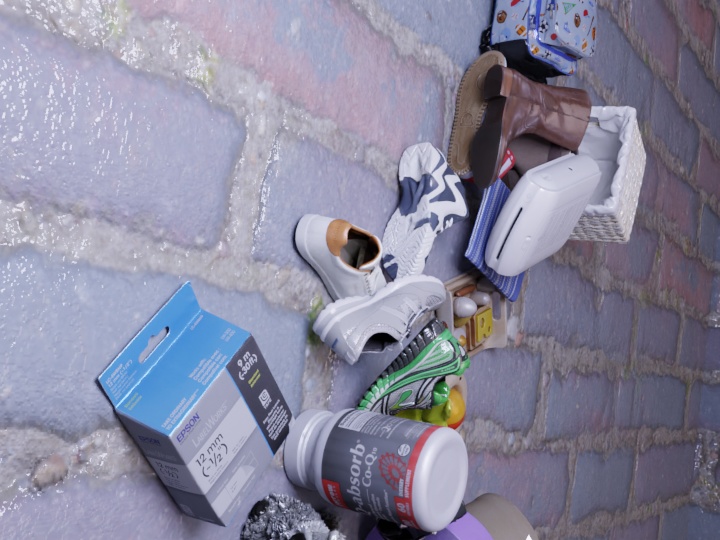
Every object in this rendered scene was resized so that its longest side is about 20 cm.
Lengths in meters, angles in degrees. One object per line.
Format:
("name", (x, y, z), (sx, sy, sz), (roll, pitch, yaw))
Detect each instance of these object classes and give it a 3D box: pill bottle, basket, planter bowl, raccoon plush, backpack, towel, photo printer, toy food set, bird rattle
("pill bottle", (0.016, 0.226, 1.024), (0.115, 0.198, 0.118), (-10, 102, -55))
("basket", (0.385, -0.163, 1.537), (0.161, 0.196, 0.202), (42, 59, -52))
("planter bowl", (0.175, 0.456, 1.326), (0.133, 0.200, 0.203), (-13, 107, -27))
("raccoon plush", (-0.041, 0.305, 1.006), (0.199, 0.133, 0.098), (-13, 103, -55))
("backpack", (0.293, -0.420, 1.420), (0.199, 0.153, 0.193), (8, 77, -53))
("towel", (0.223, -0.049, 1.382), (0.200, 0.024, 0.146), (37, 66, -52))
("photo printer", (0.269, -0.082, 1.314), (0.199, 0.069, 0.168), (-25, 145, -48))
("toy food set", (0.182, 0.079, 1.381), (0.199, 0.060, 0.146), (-20, 110, -53))
("bird rattle", (0.115, 0.221, 1.252), (0.163, 0.112, 0.202), (-45, 130, -41))

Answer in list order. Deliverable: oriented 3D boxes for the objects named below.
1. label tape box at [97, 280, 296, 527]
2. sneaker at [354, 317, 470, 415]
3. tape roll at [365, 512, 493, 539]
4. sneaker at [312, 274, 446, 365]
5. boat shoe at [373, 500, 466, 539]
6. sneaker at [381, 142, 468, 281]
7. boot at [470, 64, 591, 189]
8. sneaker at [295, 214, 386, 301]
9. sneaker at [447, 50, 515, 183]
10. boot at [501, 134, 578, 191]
("label tape box", (-0.155, 0.134, 0.879), (0.144, 0.065, 0.202), (-53, 136, -39))
("sneaker", (0.060, 0.157, 1.121), (0.200, 0.085, 0.078), (-50, 173, 30))
("tape roll", (0.095, 0.414, 1.166), (0.065, 0.198, 0.203), (-8, 100, -56))
("sneaker", (0.036, 0.068, 1.092), (0.198, 0.082, 0.075), (-19, 152, -34))
("boat shoe", (0.042, 0.290, 1.111), (0.092, 0.199, 0.075), (-28, 99, -26))
("sneaker", (0.102, -0.064, 1.225), (0.129, 0.079, 0.202), (26, 62, -46))
("boot", (0.265, -0.199, 1.315), (0.198, 0.064, 0.189), (9, 92, -34))
("sneaker", (0.000, 0.000, 1.078), (0.200, 0.084, 0.074), (44, 57, -53))
("sneaker", (0.200, -0.229, 1.361), (0.112, 0.071, 0.203), (20, 85, -51))
("boot", (0.278, -0.199, 1.414), (0.070, 0.145, 0.202), (-44, 129, -38))
